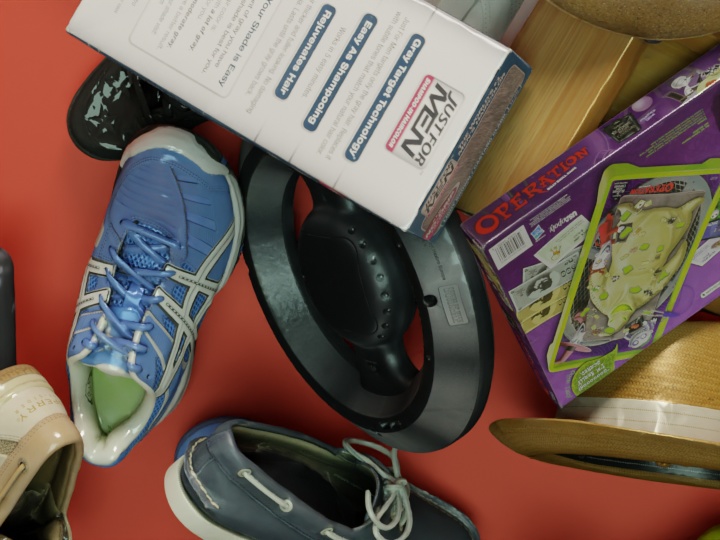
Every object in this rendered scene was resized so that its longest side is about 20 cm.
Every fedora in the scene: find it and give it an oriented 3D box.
[{"bbox_3d":[0.165,0.066,1.445,0.199,0.201,0.082,8,83,0],"label":"fedora"}]

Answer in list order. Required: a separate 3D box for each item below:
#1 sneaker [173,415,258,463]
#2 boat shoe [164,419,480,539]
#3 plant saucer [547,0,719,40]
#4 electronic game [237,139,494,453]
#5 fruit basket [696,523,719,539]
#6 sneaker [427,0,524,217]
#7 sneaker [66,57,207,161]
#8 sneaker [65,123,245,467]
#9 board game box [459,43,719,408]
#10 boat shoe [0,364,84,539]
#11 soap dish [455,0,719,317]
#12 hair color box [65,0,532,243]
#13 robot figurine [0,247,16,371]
[{"bbox_3d":[-0.038,0.171,1.524,0.074,0.082,0.201,-28,100,11],"label":"sneaker"},{"bbox_3d":[-0.008,0.123,1.481,0.199,0.075,0.062,23,130,-30],"label":"boat shoe"},{"bbox_3d":[0.145,-0.208,1.292,0.199,0.035,0.202,-1,92,-14],"label":"plant saucer"},{"bbox_3d":[0.000,0.000,1.429,0.041,0.200,0.201,-26,107,-29],"label":"electronic game"},{"bbox_3d":[0.165,0.231,1.523,0.214,0.156,0.217,7,68,-19],"label":"fruit basket"},{"bbox_3d":[0.082,-0.122,1.446,0.115,0.074,0.201,25,103,-20],"label":"sneaker"},{"bbox_3d":[-0.069,-0.112,1.426,0.199,0.104,0.060,-24,90,7],"label":"sneaker"},{"bbox_3d":[-0.110,0.017,1.459,0.075,0.077,0.201,15,123,6],"label":"sneaker"},{"bbox_3d":[0.153,-0.033,1.353,0.199,0.032,0.120,-34,126,-7],"label":"board game box"},{"bbox_3d":[-0.192,0.143,1.495,0.064,0.071,0.201,43,138,27],"label":"boat shoe"},{"bbox_3d":[0.151,-0.066,1.403,0.199,0.081,0.158,21,106,-37],"label":"soap dish"},{"bbox_3d":[-0.029,-0.105,1.334,0.199,0.061,0.100,31,92,16],"label":"hair color box"},{"bbox_3d":[-0.273,0.023,1.471,0.150,0.125,0.201,10,110,36],"label":"robot figurine"}]
